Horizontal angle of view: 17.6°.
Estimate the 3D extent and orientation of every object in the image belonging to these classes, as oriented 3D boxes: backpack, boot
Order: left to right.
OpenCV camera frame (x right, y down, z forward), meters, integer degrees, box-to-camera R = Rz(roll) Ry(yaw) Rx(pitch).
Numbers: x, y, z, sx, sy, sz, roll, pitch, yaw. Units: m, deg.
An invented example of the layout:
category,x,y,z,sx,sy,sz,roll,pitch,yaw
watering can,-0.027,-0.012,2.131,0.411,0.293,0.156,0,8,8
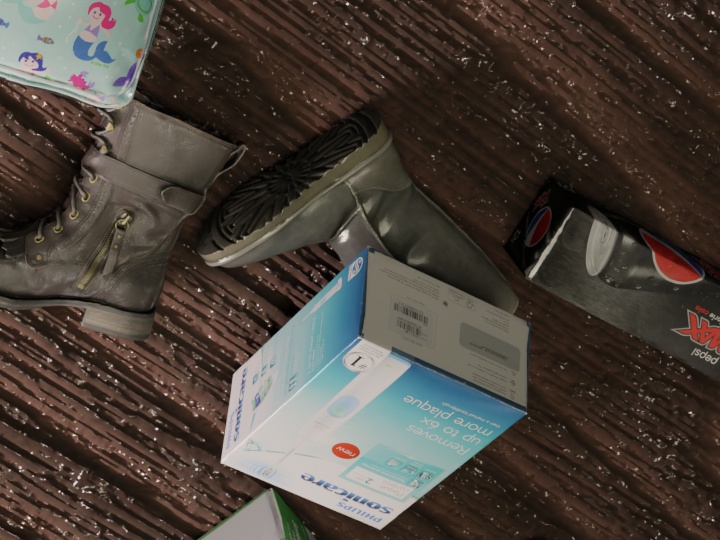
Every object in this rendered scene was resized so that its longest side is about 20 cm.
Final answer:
category,x,y,z,sx,sy,sz,roll,pitch,yaw
backpack,-0.201,-0.220,1.530,0.176,0.151,0.201,16,104,-20
boot,-0.198,-0.054,1.655,0.199,0.069,0.175,16,104,-23
boot,0.000,0.002,1.723,0.181,0.073,0.201,-31,124,4

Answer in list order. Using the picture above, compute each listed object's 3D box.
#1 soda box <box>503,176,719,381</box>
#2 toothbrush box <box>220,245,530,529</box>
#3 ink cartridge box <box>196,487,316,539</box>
category,x,y,z,sx,sy,sz,roll,pitch,yaw
soda box,0.212,0.009,1.769,0.199,0.063,0.071,27,106,-23
toothbrush box,0.010,0.090,1.702,0.146,0.086,0.200,25,139,-22
ink cartridge box,-0.064,0.294,1.826,0.146,0.083,0.200,-37,117,6
